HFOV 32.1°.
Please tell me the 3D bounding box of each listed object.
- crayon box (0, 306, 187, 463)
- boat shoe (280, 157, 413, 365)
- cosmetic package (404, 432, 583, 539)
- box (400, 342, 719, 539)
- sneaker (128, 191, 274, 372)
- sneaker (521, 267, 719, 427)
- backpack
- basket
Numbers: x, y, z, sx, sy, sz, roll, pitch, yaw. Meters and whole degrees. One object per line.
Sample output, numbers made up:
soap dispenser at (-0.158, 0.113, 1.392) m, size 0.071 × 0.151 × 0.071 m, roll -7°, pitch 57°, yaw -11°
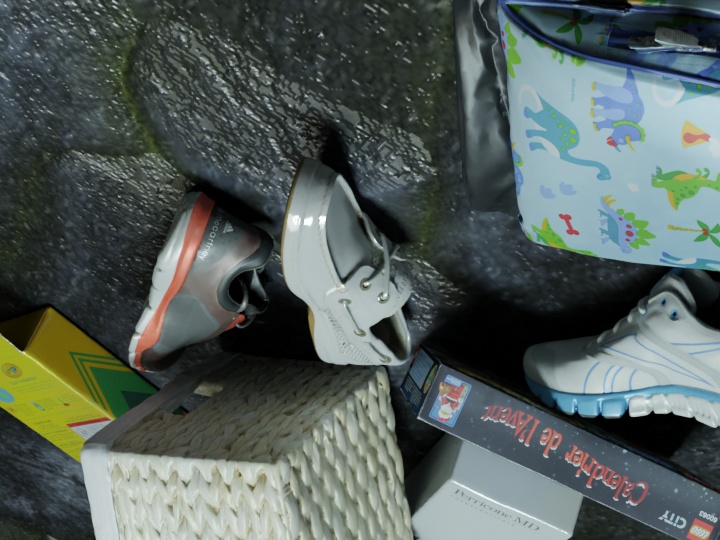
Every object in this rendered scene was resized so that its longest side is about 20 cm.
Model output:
crayon box at (-0.263, 0.099, 1.092) m, size 0.126 × 0.051 × 0.200 m, roll -14°, pitch 133°, yaw 43°
boat shoe at (0.000, 0.000, 0.771) m, size 0.069 × 0.071 × 0.200 m, roll 11°, pitch 154°, yaw 16°
cosmetic package at (0.091, 0.187, 0.978) m, size 0.101 × 0.072 × 0.200 m, roll 25°, pitch 147°, yaw -2°
box at (0.127, 0.111, 0.815) m, size 0.199 × 0.038 × 0.137 m, roll 25°, pitch 180°, yaw -4°
sneaker at (-0.108, 0.026, 0.870) m, size 0.081 × 0.078 × 0.200 m, roll 20°, pitch 149°, yaw -7°
sneaker at (0.177, 0.039, 0.730) m, size 0.199 × 0.075 × 0.087 m, roll -2°, pitch 108°, yaw 45°
backpack at (0.139, -0.073, 0.526) m, size 0.198 × 0.155 × 0.164 m, roll 1°, pitch 137°, yaw 9°
basket at (-0.070, 0.178, 0.900) m, size 0.160 × 0.198 × 0.202 m, roll -3°, pitch 104°, yaw 26°
